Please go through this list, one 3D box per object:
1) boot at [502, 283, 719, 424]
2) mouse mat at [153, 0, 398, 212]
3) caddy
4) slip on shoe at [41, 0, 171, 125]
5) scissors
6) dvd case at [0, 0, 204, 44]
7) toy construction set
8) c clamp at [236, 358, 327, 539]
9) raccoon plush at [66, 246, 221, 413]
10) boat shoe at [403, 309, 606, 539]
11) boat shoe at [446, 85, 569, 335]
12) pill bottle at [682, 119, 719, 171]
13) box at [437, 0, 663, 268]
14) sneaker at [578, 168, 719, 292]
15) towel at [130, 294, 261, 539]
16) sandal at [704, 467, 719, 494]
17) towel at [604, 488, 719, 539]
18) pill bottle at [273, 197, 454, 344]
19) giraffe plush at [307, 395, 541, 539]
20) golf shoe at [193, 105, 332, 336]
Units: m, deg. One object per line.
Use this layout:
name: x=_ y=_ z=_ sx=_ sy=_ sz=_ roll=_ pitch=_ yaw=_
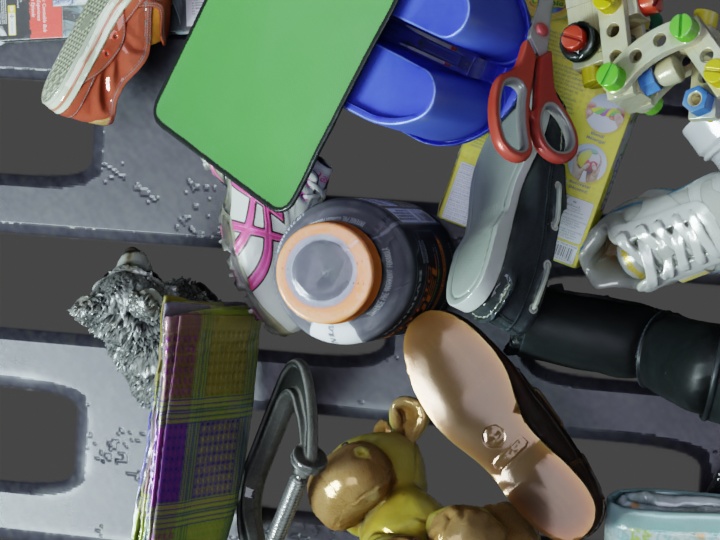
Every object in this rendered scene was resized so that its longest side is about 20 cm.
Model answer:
boot: x=0.186 y=0.052 z=1.456 sx=0.162 sy=0.198 sz=0.073 roll=14 pitch=93 yaw=5
mouse mat: x=-0.065 y=-0.163 z=1.512 sx=0.161 sy=0.008 sz=0.200 roll=37 pitch=106 yaw=31
caddy: x=0.034 y=-0.177 z=1.514 sx=0.200 sy=0.105 sz=0.142 roll=30 pitch=103 yaw=32
slip on shoe: x=-0.173 y=-0.201 z=1.573 sx=0.061 sy=0.074 sz=0.200 roll=29 pitch=93 yaw=-26
scissors: x=0.122 y=-0.164 z=1.456 sx=0.073 sy=0.014 sz=0.200 roll=12 pitch=65 yaw=-25
dvd case: x=-0.204 y=-0.256 z=1.615 sx=0.200 sy=0.022 sz=0.146 roll=-2 pitch=92 yaw=14
toy construction set: x=0.209 y=-0.193 z=1.447 sx=0.131 sy=0.092 sz=0.200 roll=-16 pitch=54 yaw=32
c clamp: x=-0.061 y=0.174 z=1.529 sx=0.027 sy=0.171 sz=0.200 roll=10 pitch=120 yaw=-17
raccoon plush: x=-0.147 y=0.080 z=1.557 sx=0.097 sy=0.134 sz=0.200 roll=-25 pitch=87 yaw=11
boat shoe: x=0.105 y=0.113 z=1.488 sx=0.070 sy=0.070 sz=0.200 roll=-37 pitch=82 yaw=16
boat shoe: x=0.116 y=-0.045 z=1.460 sx=0.060 sy=0.076 sz=0.200 roll=31 pitch=63 yaw=-22
pill bottle: x=0.323 y=-0.047 z=1.459 sx=0.111 sy=0.111 sz=0.200 roll=-39 pitch=84 yaw=11
box: x=0.145 y=-0.115 z=1.530 sx=0.117 sy=0.048 sz=0.200 roll=21 pitch=99 yaw=12
sneaker: x=0.229 y=-0.022 z=1.435 sx=0.081 sy=0.200 sz=0.077 roll=-33 pitch=95 yaw=-22
towel: x=-0.123 y=0.118 z=1.541 sx=0.023 sy=0.144 sz=0.200 roll=8 pitch=93 yaw=24
sandal: x=0.287 y=0.176 z=1.517 sx=0.075 sy=0.045 sz=0.200 roll=47 pitch=115 yaw=13
towel: x=0.277 y=0.248 z=1.490 sx=0.200 sy=0.048 sz=0.171 roll=4 pitch=110 yaw=16
pill bottle: x=0.000 y=0.000 z=1.486 sx=0.106 sy=0.200 sz=0.106 roll=0 pitch=91 yaw=15
giraffe plush: x=0.028 y=0.185 z=1.518 sx=0.172 sy=0.200 sz=0.162 roll=-31 pitch=68 yaw=1
golf shoe: x=-0.064 y=-0.050 z=1.564 sx=0.092 sy=0.073 sz=0.200 roll=-13 pitch=90 yaw=16
